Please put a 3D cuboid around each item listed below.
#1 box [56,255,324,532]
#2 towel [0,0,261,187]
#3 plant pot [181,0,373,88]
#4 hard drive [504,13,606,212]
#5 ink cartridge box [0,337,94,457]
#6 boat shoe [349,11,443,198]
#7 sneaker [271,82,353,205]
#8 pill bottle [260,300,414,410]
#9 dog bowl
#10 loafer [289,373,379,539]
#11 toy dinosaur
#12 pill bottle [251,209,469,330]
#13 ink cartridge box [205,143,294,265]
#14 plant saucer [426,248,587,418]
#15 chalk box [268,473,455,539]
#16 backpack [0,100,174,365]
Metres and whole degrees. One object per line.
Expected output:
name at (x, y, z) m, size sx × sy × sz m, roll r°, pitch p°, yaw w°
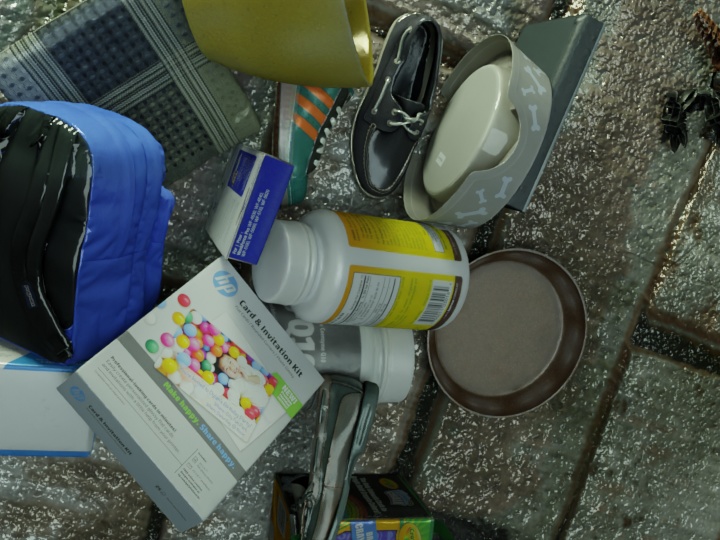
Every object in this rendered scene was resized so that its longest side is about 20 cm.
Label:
box at (-0.136, 0.098, 0.765) m, size 0.041 × 0.200 × 0.156 m, roll -34°, pitch 97°, yaw 38°
towel at (-0.218, -0.163, 0.839) m, size 0.192 × 0.035 × 0.200 m, roll -32°, pitch 129°, yaw -3°
plant pot at (-0.077, -0.250, 0.778) m, size 0.142 × 0.200 × 0.200 m, roll -9°, pitch 104°, yaw 8°
hard drive at (0.171, -0.165, 0.924) m, size 0.033 × 0.140 × 0.200 m, roll 21°, pitch 94°, yaw -18°
ink cartridge box at (-0.313, 0.090, 0.806) m, size 0.146 × 0.200 × 0.085 m, roll 4°, pitch 102°, yaw -16°
boat shoe at (0.039, -0.172, 0.926) m, size 0.073 × 0.063 × 0.200 m, roll 13°, pitch 97°, yaw -18°
sneaker at (-0.046, -0.163, 0.899) m, size 0.080 × 0.071 × 0.200 m, roll 4°, pitch 98°, yaw -12°
pill bottle at (-0.052, 0.089, 0.924) m, size 0.200 × 0.114 × 0.114 m, roll 2°, pitch 100°, yaw -17°
dog bowl at (0.117, -0.133, 0.890) m, size 0.059 × 0.200 × 0.200 m, roll 23°, pitch 94°, yaw -17°
loafer at (-0.040, 0.198, 0.862) m, size 0.063 × 0.072 × 0.200 m, roll 19°, pitch 85°, yaw -6°
toy dinosaur at (0.423, -0.201, 1.030) m, size 0.136 × 0.102 × 0.200 m, roll -37°, pitch 90°, yaw -22°
pill bottle at (0.000, 0.000, 0.863) m, size 0.200 × 0.109 × 0.109 m, roll 6°, pitch 99°, yaw -32°
ink cartridge box at (-0.106, -0.065, 0.833) m, size 0.039 × 0.200 × 0.100 m, roll 20°, pitch 96°, yaw -17°
plant saucer at (0.166, 0.071, 1.024) m, size 0.200 × 0.034 × 0.201 m, roll -3°, pitch 100°, yaw -15°
chalk box at (0.005, 0.305, 0.976) m, size 0.200 × 0.125 × 0.124 m, roll 5°, pitch 99°, yaw -15°
backpack at (-0.254, -0.048, 0.773) m, size 0.162 × 0.168 × 0.200 m, roll 16°, pitch 108°, yaw 21°
